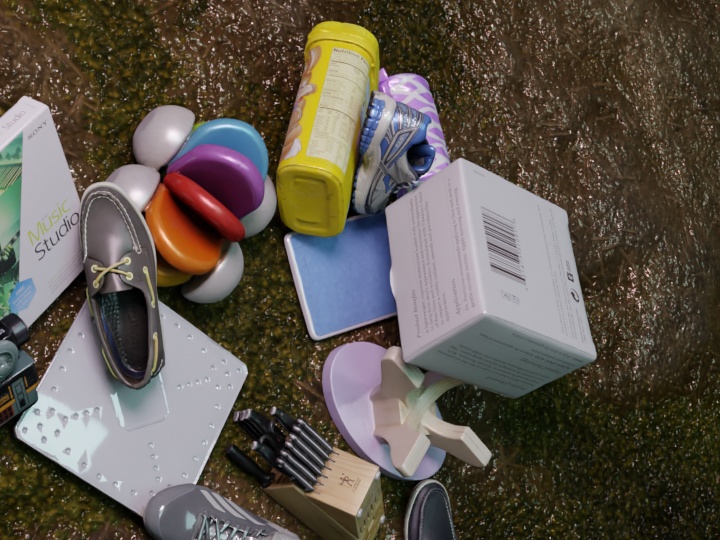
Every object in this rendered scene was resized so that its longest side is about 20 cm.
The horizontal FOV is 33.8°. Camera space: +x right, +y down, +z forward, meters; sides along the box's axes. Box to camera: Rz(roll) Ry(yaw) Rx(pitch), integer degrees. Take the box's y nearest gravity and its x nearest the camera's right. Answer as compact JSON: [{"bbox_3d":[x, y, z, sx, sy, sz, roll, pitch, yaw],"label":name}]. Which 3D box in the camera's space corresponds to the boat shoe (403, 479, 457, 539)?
[{"bbox_3d":[0.093,0.351,1.407,0.074,0.062,0.203,11,72,-33],"label":"boat shoe"}]

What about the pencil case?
[{"bbox_3d":[0.064,-0.145,1.460,0.085,0.084,0.203,12,55,-43],"label":"pencil case"}]

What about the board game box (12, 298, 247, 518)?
[{"bbox_3d":[-0.234,0.134,1.227,0.199,0.026,0.202,38,59,-25],"label":"board game box"}]

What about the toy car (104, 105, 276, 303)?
[{"bbox_3d":[-0.166,-0.078,1.249,0.175,0.149,0.202,39,59,-23],"label":"toy car"}]

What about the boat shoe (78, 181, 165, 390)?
[{"bbox_3d":[-0.233,0.016,1.162,0.071,0.061,0.204,-12,104,-1],"label":"boat shoe"}]

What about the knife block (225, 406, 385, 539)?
[{"bbox_3d":[-0.064,0.234,1.323,0.064,0.173,0.201,-59,159,-29],"label":"knife block"}]

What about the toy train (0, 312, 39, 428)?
[{"bbox_3d":[-0.379,0.121,1.068,0.199,0.085,0.115,-39,147,-32],"label":"toy train"}]

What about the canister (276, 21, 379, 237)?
[{"bbox_3d":[-0.037,-0.159,1.359,0.085,0.149,0.203,9,60,5],"label":"canister"}]

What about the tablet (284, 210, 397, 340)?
[{"bbox_3d":[0.000,0.000,1.445,0.198,0.014,0.132,-16,90,-39],"label":"tablet"}]

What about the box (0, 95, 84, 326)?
[{"bbox_3d":[-0.325,-0.042,1.115,0.145,0.036,0.202,-53,151,-33],"label":"box"}]

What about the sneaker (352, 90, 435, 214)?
[{"bbox_3d":[0.039,-0.118,1.341,0.084,0.201,0.078,13,64,3],"label":"sneaker"}]

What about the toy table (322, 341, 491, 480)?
[{"bbox_3d":[0.058,0.164,1.389,0.199,0.116,0.186,37,60,-26],"label":"toy table"}]

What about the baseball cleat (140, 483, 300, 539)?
[{"bbox_3d":[-0.126,0.268,1.212,0.199,0.105,0.071,27,74,-45],"label":"baseball cleat"}]

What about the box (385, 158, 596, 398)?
[{"bbox_3d":[0.146,0.014,1.347,0.198,0.130,0.202,21,51,-39],"label":"box"}]
